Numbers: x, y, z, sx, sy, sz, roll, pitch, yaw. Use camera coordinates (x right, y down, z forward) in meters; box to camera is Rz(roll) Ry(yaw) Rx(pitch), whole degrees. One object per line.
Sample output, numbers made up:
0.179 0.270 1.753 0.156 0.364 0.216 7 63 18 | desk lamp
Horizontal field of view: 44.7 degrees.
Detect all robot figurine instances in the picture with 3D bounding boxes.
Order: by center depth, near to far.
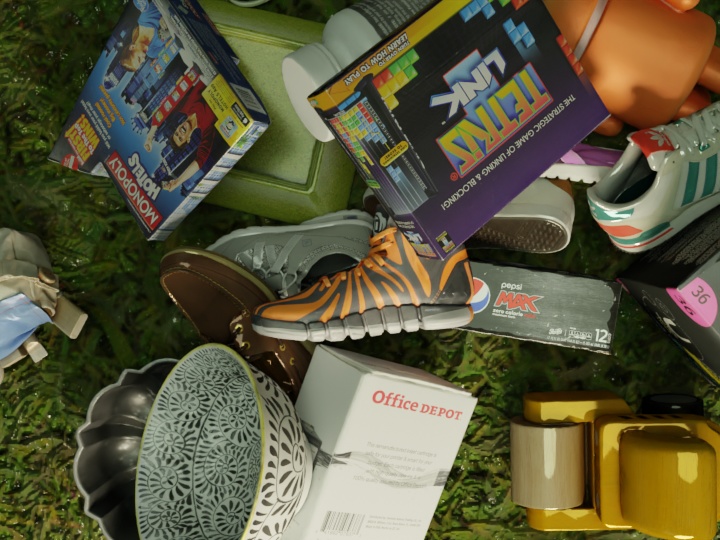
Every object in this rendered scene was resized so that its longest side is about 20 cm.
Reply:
0.237 -0.202 0.794 0.200 0.144 0.117 25 76 3 | robot figurine

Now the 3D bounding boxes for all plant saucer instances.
-0.095 -0.155 0.851 0.200 0.048 0.200 13 93 3 | plant saucer

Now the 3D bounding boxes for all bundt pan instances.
-0.171 0.180 0.855 0.201 0.076 0.202 0 92 3 | bundt pan

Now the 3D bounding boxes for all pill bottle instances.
0.035 -0.194 0.782 0.200 0.111 0.111 -29 90 -16 | pill bottle

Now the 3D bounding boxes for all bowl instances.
-0.103 0.169 0.747 0.094 0.201 0.201 17 94 -37 | bowl

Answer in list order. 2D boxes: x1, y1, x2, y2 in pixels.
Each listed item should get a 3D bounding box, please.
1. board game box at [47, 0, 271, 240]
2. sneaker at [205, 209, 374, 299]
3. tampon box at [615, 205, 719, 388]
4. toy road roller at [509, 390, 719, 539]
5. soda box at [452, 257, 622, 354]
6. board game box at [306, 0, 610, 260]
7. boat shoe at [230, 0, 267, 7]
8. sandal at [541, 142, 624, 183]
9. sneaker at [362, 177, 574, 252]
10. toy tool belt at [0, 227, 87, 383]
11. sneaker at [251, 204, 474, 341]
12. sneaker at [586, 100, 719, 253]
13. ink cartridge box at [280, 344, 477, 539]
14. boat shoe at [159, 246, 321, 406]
-0.193 -0.132 0.810 0.200 0.062 0.200 -44 67 21 | board game box
-0.075 0.000 0.827 0.200 0.082 0.075 -20 127 4 | sneaker
0.337 0.025 0.755 0.126 0.200 0.150 -42 89 4 | tampon box
0.241 0.180 0.794 0.200 0.146 0.123 -2 92 4 | toy road roller
0.140 0.027 0.836 0.200 0.063 0.071 9 93 3 | soda box
0.084 -0.134 0.715 0.200 0.057 0.165 -41 105 -13 | board game box
-0.059 -0.335 0.831 0.199 0.066 0.075 -38 87 4 | boat shoe
0.184 -0.119 0.817 0.202 0.083 0.050 7 117 -10 | sandal
0.105 -0.068 0.844 0.200 0.073 0.085 9 52 14 | sneaker
-0.368 0.059 0.842 0.200 0.125 0.123 -36 81 5 | toy tool belt
0.000 0.000 0.768 0.200 0.078 0.112 -6 94 -15 | sneaker
0.280 -0.099 0.741 0.200 0.093 0.070 -40 47 18 | sneaker
0.003 0.182 0.809 0.145 0.083 0.200 18 93 -38 | ink cartridge box
-0.105 0.057 0.792 0.072 0.068 0.200 -22 127 32 | boat shoe
